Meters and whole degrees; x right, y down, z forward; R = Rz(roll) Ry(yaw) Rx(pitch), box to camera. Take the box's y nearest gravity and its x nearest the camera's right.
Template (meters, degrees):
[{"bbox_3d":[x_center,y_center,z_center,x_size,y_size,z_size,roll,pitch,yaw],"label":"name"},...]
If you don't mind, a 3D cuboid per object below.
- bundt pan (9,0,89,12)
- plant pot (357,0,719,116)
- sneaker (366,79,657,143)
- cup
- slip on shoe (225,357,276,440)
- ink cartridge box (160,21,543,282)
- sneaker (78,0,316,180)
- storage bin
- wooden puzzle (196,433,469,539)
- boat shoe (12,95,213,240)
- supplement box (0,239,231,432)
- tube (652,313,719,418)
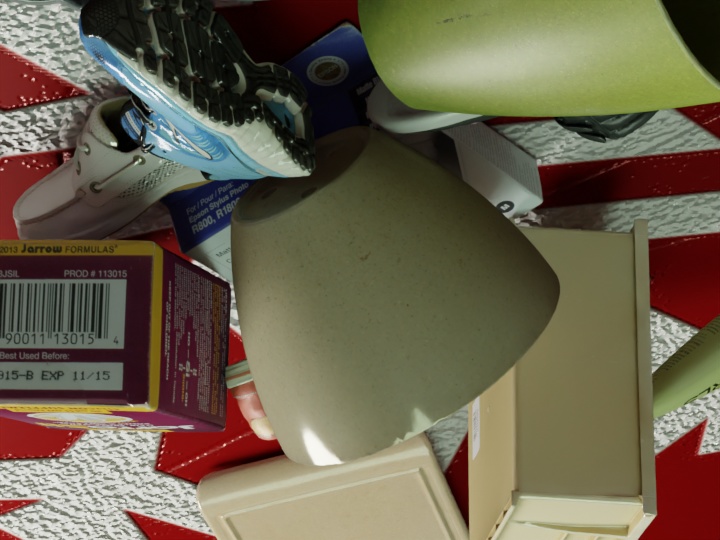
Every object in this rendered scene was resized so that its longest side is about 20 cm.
[{"bbox_3d":[-0.145,-0.232,1.318,0.200,0.076,0.203,-5,142,-4],"label":"bundt pan"},{"bbox_3d":[0.104,-0.162,1.398,0.199,0.188,0.187,-15,145,31],"label":"plant pot"},{"bbox_3d":[0.106,-0.106,1.524,0.199,0.071,0.099,-22,139,0],"label":"sneaker"},{"bbox_3d":[0.000,0.000,1.515,0.199,0.201,0.144,-26,111,21],"label":"cup"},{"bbox_3d":[-0.032,0.078,1.704,0.074,0.062,0.200,-20,177,20],"label":"slip on shoe"},{"bbox_3d":[-0.016,-0.052,1.610,0.199,0.041,0.200,-32,137,27],"label":"ink cartridge box"},{"bbox_3d":[-0.103,-0.092,1.402,0.089,0.079,0.200,-17,151,22],"label":"sneaker"},{"bbox_3d":[0.127,0.095,1.669,0.093,0.201,0.199,3,156,-6],"label":"storage bin"},{"bbox_3d":[-0.014,0.197,1.948,0.184,0.037,0.201,-14,138,8],"label":"wooden puzzle"},{"bbox_3d":[-0.143,-0.077,1.536,0.199,0.071,0.069,-26,126,24],"label":"boat shoe"},{"bbox_3d":[-0.166,0.044,1.572,0.130,0.104,0.200,0,173,11],"label":"supplement box"},{"bbox_3d":[0.249,0.058,1.731,0.199,0.052,0.058,-33,136,-12],"label":"tube"}]
